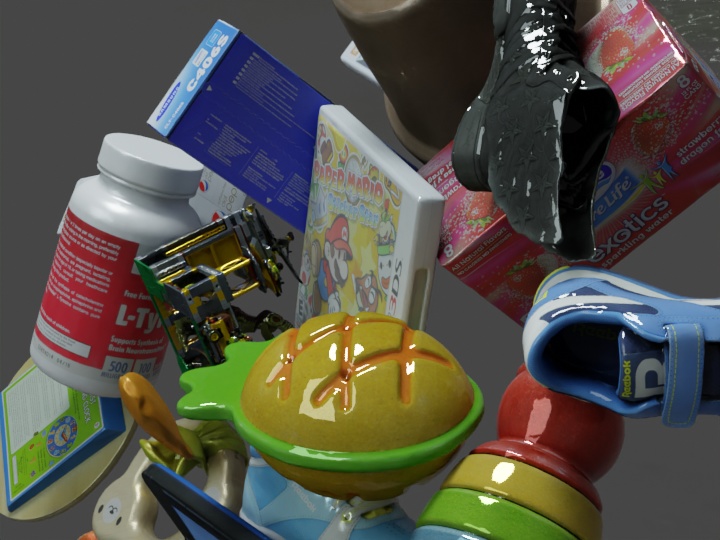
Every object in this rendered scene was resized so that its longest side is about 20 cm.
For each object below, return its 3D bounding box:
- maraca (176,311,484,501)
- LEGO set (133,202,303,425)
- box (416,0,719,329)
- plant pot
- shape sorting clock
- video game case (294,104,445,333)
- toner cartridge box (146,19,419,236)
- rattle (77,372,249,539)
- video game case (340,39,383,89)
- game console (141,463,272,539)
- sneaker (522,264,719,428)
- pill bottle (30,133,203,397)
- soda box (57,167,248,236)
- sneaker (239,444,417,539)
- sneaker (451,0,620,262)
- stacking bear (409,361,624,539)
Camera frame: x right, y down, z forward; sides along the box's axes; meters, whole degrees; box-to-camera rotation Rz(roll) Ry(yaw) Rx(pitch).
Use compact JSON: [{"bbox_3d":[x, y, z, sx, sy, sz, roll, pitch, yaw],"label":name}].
[{"bbox_3d":[-0.020,0.077,0.831,0.199,0.137,0.108,11,115,34],"label":"maraca"},{"bbox_3d":[-0.082,0.029,1.042,0.115,0.155,0.200,-27,8,-16],"label":"LEGO set"},{"bbox_3d":[0.141,-0.069,0.885,0.200,0.100,0.096,-40,39,20],"label":"box"},{"bbox_3d":[0.072,-0.183,0.961,0.199,0.174,0.201,-17,58,29],"label":"plant pot"},{"bbox_3d":[-0.267,0.133,1.238,0.199,0.039,0.201,-25,47,29],"label":"shape sorting clock"},{"bbox_3d":[0.000,0.000,0.960,0.200,0.023,0.183,-130,44,-59],"label":"video game case"},{"bbox_3d":[-0.054,-0.093,1.037,0.095,0.200,0.043,-55,36,0],"label":"toner cartridge box"},{"bbox_3d":[-0.193,0.177,1.049,0.199,0.143,0.131,-27,64,25],"label":"rattle"},{"bbox_3d":[0.084,-0.215,1.122,0.182,0.023,0.200,-54,37,4],"label":"video game case"},{"bbox_3d":[-0.094,0.247,0.897,0.118,0.171,0.200,-42,33,-21],"label":"game console"},{"bbox_3d":[0.178,0.049,0.727,0.199,0.082,0.074,5,109,24],"label":"sneaker"},{"bbox_3d":[-0.198,-0.006,1.138,0.112,0.112,0.201,40,116,53],"label":"pill bottle"},{"bbox_3d":[-0.195,-0.055,1.275,0.199,0.068,0.064,-6,59,46],"label":"soda box"},{"bbox_3d":[-0.016,0.133,0.890,0.199,0.079,0.131,7,98,50],"label":"sneaker"},{"bbox_3d":[0.117,-0.107,0.811,0.104,0.060,0.201,7,75,50],"label":"sneaker"},{"bbox_3d":[0.091,0.145,0.778,0.121,0.114,0.201,7,61,37],"label":"stacking bear"}]
